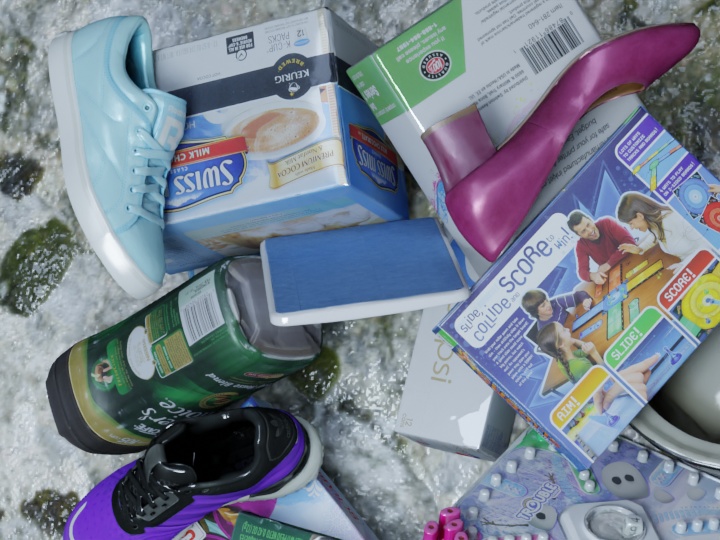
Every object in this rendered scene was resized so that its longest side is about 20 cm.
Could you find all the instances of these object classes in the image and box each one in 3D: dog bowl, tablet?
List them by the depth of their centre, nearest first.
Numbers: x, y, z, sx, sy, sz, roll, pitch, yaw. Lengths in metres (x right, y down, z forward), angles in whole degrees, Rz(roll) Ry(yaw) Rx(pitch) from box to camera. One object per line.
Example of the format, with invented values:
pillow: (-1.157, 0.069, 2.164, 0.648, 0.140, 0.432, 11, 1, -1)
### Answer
dog bowl: (0.260, 0.051, 1.600, 0.198, 0.074, 0.202, -6, 64, 13)
tablet: (0.000, 0.000, 1.601, 0.129, 0.200, 0.014, -8, 106, -2)

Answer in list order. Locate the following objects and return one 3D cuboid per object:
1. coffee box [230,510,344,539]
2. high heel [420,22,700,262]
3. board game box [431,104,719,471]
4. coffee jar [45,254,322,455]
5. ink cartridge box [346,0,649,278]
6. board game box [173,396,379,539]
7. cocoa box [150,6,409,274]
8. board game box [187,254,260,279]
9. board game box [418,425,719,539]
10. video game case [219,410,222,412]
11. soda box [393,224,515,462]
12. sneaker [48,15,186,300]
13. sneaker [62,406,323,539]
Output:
coffee box: (-0.050, 0.276, 1.623, 0.122, 0.044, 0.201, 14, 84, 22)
high heel: (0.143, -0.085, 1.548, 0.199, 0.067, 0.097, -26, 81, 0)
board game box: (0.162, 0.011, 1.553, 0.135, 0.034, 0.200, 44, 81, 2)
coffee jar: (-0.129, 0.064, 1.717, 0.199, 0.104, 0.086, -29, 70, 35)
ink cartridge box: (0.108, -0.094, 1.620, 0.144, 0.084, 0.201, -34, 94, -13)
board game box: (-0.083, 0.230, 1.692, 0.200, 0.041, 0.200, -44, 67, 7)
cocoa box: (-0.082, -0.087, 1.705, 0.199, 0.133, 0.132, -12, 75, 18)
board game box: (-0.070, -0.066, 1.788, 0.133, 0.034, 0.202, -13, 74, 17)
board game box: (0.166, 0.167, 1.572, 0.199, 0.200, 0.026, 23, 127, 23)
video game case: (-0.099, 0.232, 1.734, 0.180, 0.025, 0.200, 38, 92, 23)
soda box: (0.085, 0.028, 1.693, 0.068, 0.064, 0.202, 11, 81, 22)
sneaker: (-0.154, -0.083, 1.619, 0.081, 0.074, 0.201, -22, 74, 21)
sneaker: (-0.132, 0.142, 1.653, 0.199, 0.099, 0.070, -27, 67, 13)
